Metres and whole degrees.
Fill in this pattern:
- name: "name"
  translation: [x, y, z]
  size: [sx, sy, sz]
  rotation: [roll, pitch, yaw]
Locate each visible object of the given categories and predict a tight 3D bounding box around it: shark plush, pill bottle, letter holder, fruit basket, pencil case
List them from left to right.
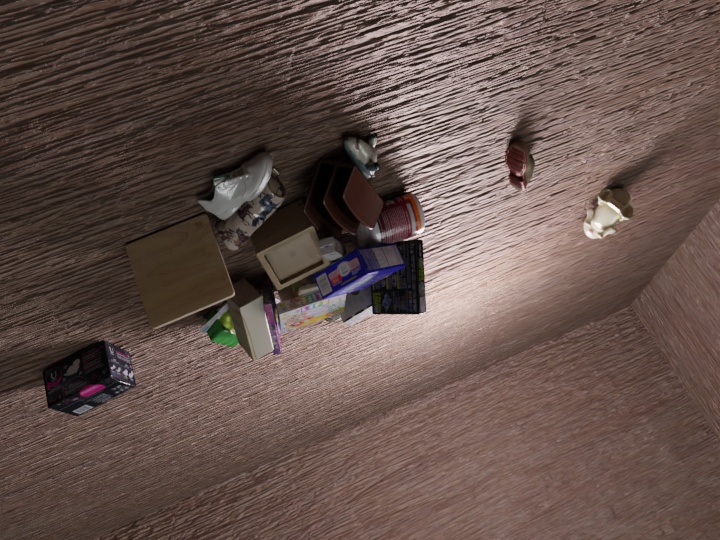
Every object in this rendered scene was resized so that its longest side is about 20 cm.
- name: "fruit basket"
  translation: [-0.356, 0.128, 1.775]
  size: [0.201, 0.094, 0.184]
  rotation: [-47, 150, 7]
- name: "pencil case"
  translation: [-0.249, -0.141, 1.378]
  size: [0.077, 0.091, 0.199]
  rotation: [23, 125, -43]
- name: "letter holder"
  translation: [-0.040, -0.151, 1.447]
  size: [0.200, 0.098, 0.146]
  rotation: [41, 67, -61]
- name: "shark plush"
  translation: [-0.005, -0.262, 1.443]
  size: [0.081, 0.094, 0.200]
  rotation: [-1, 171, -5]
- name: "pill bottle"
  translation: [0.069, -0.129, 1.639]
  size: [0.195, 0.115, 0.114]
  rotation: [-19, 153, -13]

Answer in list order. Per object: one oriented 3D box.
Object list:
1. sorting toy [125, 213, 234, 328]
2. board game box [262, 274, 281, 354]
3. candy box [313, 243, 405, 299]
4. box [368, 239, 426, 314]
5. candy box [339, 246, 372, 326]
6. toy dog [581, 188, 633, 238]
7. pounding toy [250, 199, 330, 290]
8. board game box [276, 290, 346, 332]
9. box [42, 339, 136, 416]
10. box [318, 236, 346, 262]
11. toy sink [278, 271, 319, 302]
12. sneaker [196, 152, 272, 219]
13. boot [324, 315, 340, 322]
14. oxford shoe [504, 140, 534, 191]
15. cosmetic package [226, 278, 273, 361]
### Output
- name: "sorting toy"
  translation: [-0.407, 0.006, 1.386]
  size: [0.195, 0.203, 0.070]
  rotation: [-22, 169, -7]
- name: "board game box"
  translation: [-0.254, 0.128, 1.734]
  size: [0.031, 0.122, 0.204]
  rotation: [-4, 131, -1]
- name: "candy box"
  translation: [0.000, 0.000, 1.610]
  size: [0.167, 0.079, 0.198]
  rotation: [-29, 169, 33]
- name: "box"
  translation: [0.103, 0.020, 1.691]
  size: [0.157, 0.207, 0.044]
  rotation: [-3, -179, 34]
- name: "candy box"
  translation: [0.009, 0.043, 1.819]
  size: [0.197, 0.171, 0.071]
  rotation: [-30, 158, 12]
- name: "toy dog"
  translation: [0.896, -0.204, 2.230]
  size: [0.195, 0.138, 0.202]
  rotation: [-52, 171, -40]
- name: "pounding toy"
  translation: [-0.192, -0.059, 1.545]
  size: [0.180, 0.144, 0.202]
  rotation: [-25, 142, -2]
- name: "board game box"
  translation: [-0.139, 0.106, 1.706]
  size: [0.195, 0.035, 0.135]
  rotation: [-18, 155, -13]
- name: "box"
  translation: [-0.750, 0.300, 1.676]
  size: [0.196, 0.117, 0.133]
  rotation: [-26, 154, 2]
- name: "box"
  translation: [-0.067, -0.050, 1.521]
  size: [0.040, 0.040, 0.200]
  rotation: [-14, 174, 7]
- name: "toy sink"
  translation: [-0.153, 0.045, 1.753]
  size: [0.127, 0.114, 0.201]
  rotation: [-12, 155, -24]
- name: "sneaker"
  translation: [-0.273, -0.188, 1.299]
  size: [0.199, 0.077, 0.088]
  rotation: [-38, 138, 25]
- name: "boot"
  translation: [-0.021, 0.081, 1.972]
  size: [0.179, 0.074, 0.200]
  rotation: [-20, 162, -43]
- name: "oxford shoe"
  translation: [0.462, -0.315, 1.731]
  size: [0.075, 0.070, 0.201]
  rotation: [-49, 154, -12]
- name: "cosmetic package"
  translation: [-0.308, 0.138, 1.674]
  size: [0.072, 0.103, 0.204]
  rotation: [-28, 133, -25]
